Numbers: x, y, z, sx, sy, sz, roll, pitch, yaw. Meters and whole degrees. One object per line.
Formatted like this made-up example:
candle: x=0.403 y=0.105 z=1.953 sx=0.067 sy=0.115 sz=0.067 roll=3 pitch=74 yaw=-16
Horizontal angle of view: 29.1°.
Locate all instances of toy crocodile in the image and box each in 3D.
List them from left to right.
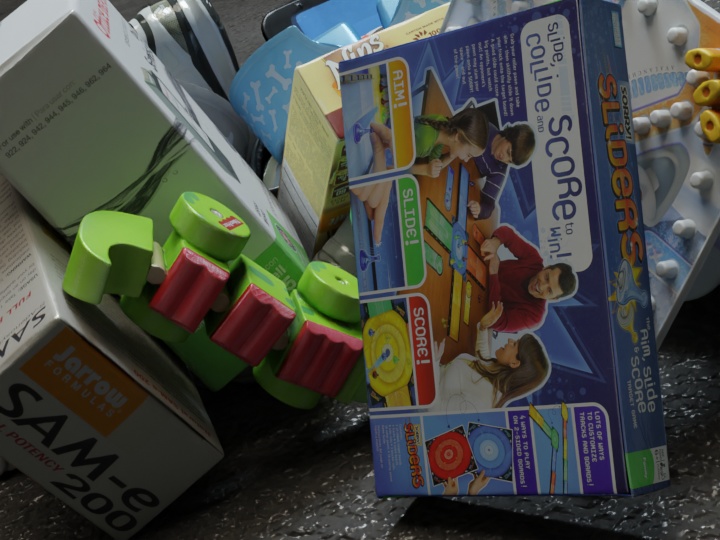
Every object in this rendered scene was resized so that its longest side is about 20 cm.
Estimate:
toy crocodile: x=-0.050 y=0.022 z=0.675 sx=0.068 sy=0.199 sz=0.062 roll=-56 pitch=26 yaw=14

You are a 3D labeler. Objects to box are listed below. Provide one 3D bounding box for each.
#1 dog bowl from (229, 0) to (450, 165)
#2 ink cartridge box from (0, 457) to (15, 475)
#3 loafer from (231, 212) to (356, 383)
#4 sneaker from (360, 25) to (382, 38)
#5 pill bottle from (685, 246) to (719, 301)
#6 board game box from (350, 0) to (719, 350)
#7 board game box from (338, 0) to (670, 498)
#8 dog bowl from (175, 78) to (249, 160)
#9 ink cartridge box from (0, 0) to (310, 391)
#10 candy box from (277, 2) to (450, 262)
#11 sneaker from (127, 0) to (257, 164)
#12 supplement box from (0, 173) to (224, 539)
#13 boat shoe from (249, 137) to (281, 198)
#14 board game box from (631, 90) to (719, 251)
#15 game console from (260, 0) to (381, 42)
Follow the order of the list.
dog bowl: x=0.017 y=-0.129 z=0.843 sx=0.199 sy=0.050 sz=0.111 roll=-31 pitch=-19 yaw=7
ink cartridge box: x=-0.258 y=0.049 z=0.870 sx=0.144 sy=0.088 sz=0.200 roll=-11 pitch=25 yaw=14
loafer: x=0.000 y=0.000 z=0.806 sx=0.199 sy=0.070 sz=0.070 roll=-27 pitch=24 yaw=-12
sneaker: x=0.029 y=-0.130 z=0.983 sx=0.082 sy=0.077 sz=0.201 roll=-35 pitch=18 yaw=35
pill bottle: x=0.209 y=-0.067 z=0.754 sx=0.110 sy=0.112 sz=0.200 roll=5 pitch=32 yaw=43
board game box: x=0.080 y=-0.051 z=0.641 sx=0.026 sy=0.201 sz=0.200 roll=-2 pitch=36 yaw=-38
board game box: x=0.058 y=-0.004 z=0.601 sx=0.134 sy=0.202 sz=0.034 roll=-7 pitch=-4 yaw=41
dog bowl: x=-0.173 y=-0.063 z=0.962 sx=0.198 sy=0.059 sz=0.200 roll=-5 pitch=-21 yaw=-2
ink cartridge box: x=-0.119 y=-0.054 z=0.748 sx=0.084 sy=0.200 sz=0.146 roll=-38 pitch=23 yaw=4
candy box: x=0.014 y=-0.070 z=0.828 sx=0.115 sy=0.056 sz=0.200 roll=-24 pitch=-19 yaw=-16
sneaker: x=-0.138 y=-0.114 z=1.027 sx=0.115 sy=0.201 sz=0.076 roll=-28 pitch=50 yaw=-6
supplement box: x=-0.159 y=0.028 z=0.721 sx=0.073 sy=0.126 sz=0.200 roll=-40 pitch=38 yaw=5
boat shoe: x=-0.042 y=-0.101 z=1.000 sx=0.074 sy=0.066 sz=0.200 roll=-1 pitch=47 yaw=26
board game box: x=0.245 y=-0.053 z=0.649 sx=0.199 sy=0.041 sz=0.200 roll=-34 pitch=65 yaw=-33
game console: x=0.051 y=-0.182 z=1.122 sx=0.199 sy=0.117 sz=0.175 roll=-29 pitch=25 yaw=-23
